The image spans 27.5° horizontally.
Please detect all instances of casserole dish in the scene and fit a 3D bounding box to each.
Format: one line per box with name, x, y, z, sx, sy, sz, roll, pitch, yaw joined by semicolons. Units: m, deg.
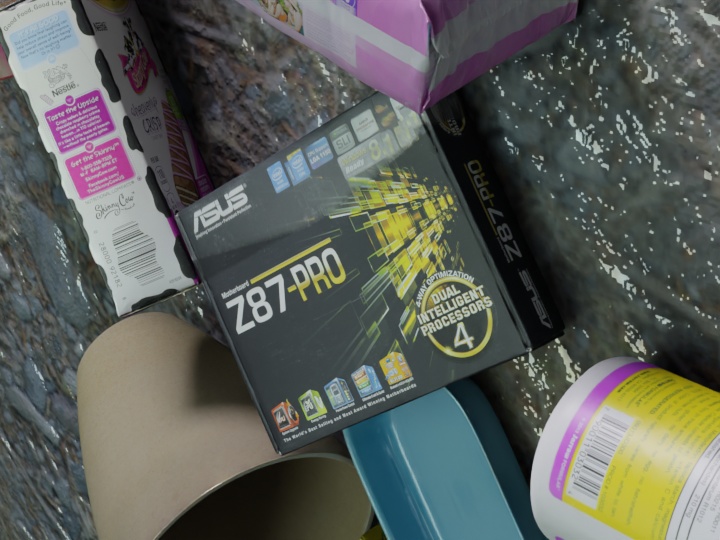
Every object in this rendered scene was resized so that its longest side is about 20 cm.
casserole dish;0.060;0.143;0.908;0.121;0.039;0.202;-21;95;49

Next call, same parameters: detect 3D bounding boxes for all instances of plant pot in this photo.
plant pot;-0.118;0.127;1.024;0.200;0.186;0.189;51;144;37

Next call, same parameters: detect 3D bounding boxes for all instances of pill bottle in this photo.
pill bottle;0.184;0.121;0.694;0.199;0.104;0.105;24;129;40

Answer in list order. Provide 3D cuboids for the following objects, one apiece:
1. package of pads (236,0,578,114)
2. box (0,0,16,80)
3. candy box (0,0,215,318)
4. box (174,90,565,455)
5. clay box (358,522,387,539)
package of pads;0.003;-0.164;0.724;0.199;0.120;0.076;35;141;32
box;-0.285;-0.233;1.027;0.095;0.102;0.202;-141;34;-69
candy box;-0.152;-0.083;0.950;0.060;0.136;0.202;-22;97;10
box;0.000;0.000;0.843;0.199;0.049;0.163;-25;86;37
clay box;0.057;0.273;0.989;0.200;0.047;0.115;49;139;17
